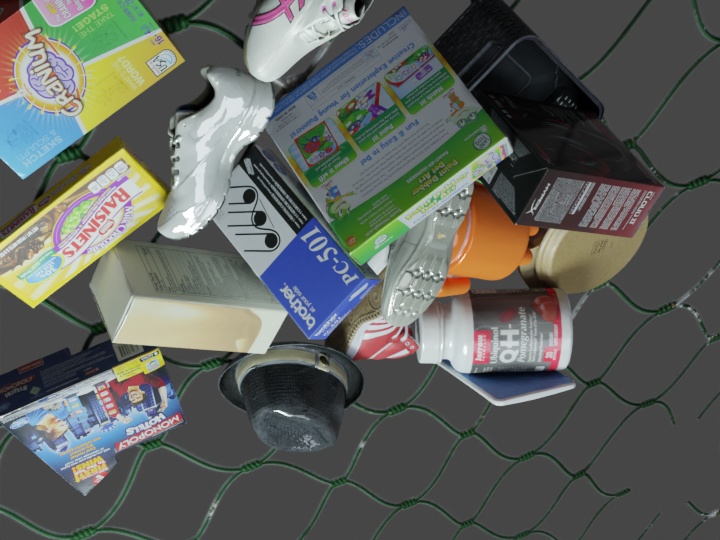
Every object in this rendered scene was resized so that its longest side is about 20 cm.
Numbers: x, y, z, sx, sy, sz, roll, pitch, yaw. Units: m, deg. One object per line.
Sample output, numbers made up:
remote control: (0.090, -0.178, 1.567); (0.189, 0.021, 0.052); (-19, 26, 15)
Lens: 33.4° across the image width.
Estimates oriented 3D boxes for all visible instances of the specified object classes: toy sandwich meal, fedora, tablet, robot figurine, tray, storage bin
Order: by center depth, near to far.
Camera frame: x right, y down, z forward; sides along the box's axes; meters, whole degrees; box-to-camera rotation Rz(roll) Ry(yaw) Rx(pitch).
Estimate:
storage bin: (0.170, -0.202, 1.370); (0.135, 0.094, 0.199); (-45, 139, 13)
tray: (0.000, 0.000, 1.398); (0.022, 0.200, 0.108); (41, 95, -5)
robot figurine: (0.127, -0.049, 1.471); (0.199, 0.117, 0.144); (9, 134, -36)
fedora: (-0.085, 0.175, 1.534); (0.198, 0.092, 0.201); (-4, 144, -3)
toy sandwich meal: (0.299, -0.049, 1.626); (0.204, 0.070, 0.206); (-20, 137, -20)
tablet: (0.186, 0.134, 1.635); (0.129, 0.200, 0.014); (-10, 111, -25)

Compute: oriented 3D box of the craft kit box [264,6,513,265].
craft kit box: (0.024, -0.143, 1.252); (0.199, 0.198, 0.049); (-36, 153, 4)

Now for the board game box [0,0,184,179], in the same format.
board game box: (-0.286, -0.197, 1.121); (0.199, 0.040, 0.153); (-36, 139, 3)

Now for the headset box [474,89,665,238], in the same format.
headset box: (0.221, -0.114, 1.304); (0.198, 0.149, 0.075); (5, 127, -35)

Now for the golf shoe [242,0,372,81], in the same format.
golf shoe: (-0.040, -0.261, 1.171); (0.072, 0.092, 0.200); (26, 110, -44)

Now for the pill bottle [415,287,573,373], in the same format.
pill bottle: (0.175, 0.080, 1.597); (0.198, 0.111, 0.111); (-1, 134, -4)

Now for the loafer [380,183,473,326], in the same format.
loafer: (0.069, -0.034, 1.374); (0.069, 0.070, 0.202); (15, 104, -34)

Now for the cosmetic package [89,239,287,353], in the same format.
cosmetic package: (-0.193, 0.031, 1.355); (0.199, 0.106, 0.071); (8, 125, -36)

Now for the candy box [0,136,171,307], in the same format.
candy box: (-0.302, -0.048, 1.267); (0.199, 0.026, 0.102); (-37, 143, 4)

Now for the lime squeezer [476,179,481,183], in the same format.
lime squeezer: (0.077, -0.142, 1.389); (0.199, 0.071, 0.038); (34, 97, -21)

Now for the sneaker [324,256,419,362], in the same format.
sneaker: (0.041, 0.051, 1.536); (0.112, 0.072, 0.200); (1, 145, -31)

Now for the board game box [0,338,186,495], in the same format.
board game box: (-0.320, 0.175, 1.445); (0.198, 0.062, 0.201); (-23, 139, -13)

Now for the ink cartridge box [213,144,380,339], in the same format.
ink cartridge box: (-0.076, -0.031, 1.295); (0.094, 0.200, 0.044); (-46, 160, 16)

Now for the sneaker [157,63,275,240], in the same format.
sneaker: (-0.168, -0.127, 1.248); (0.087, 0.075, 0.201); (21, 104, -33)

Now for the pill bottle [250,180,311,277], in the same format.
pill bottle: (-0.030, -0.062, 1.362); (0.200, 0.111, 0.111); (-46, 138, 15)
